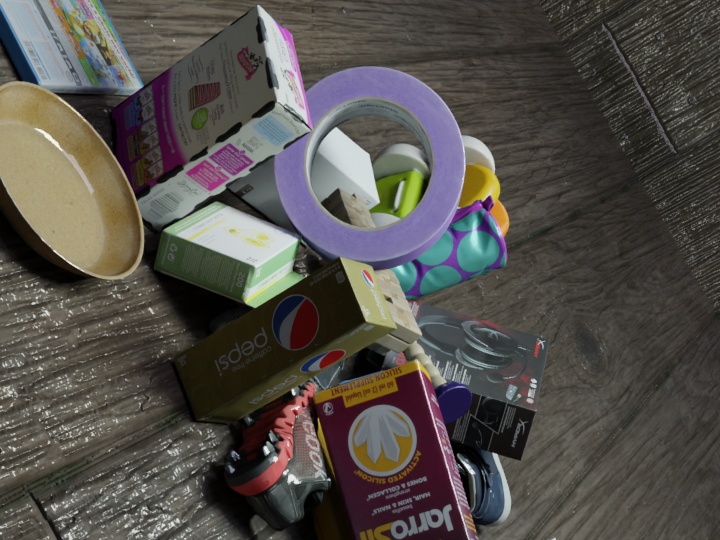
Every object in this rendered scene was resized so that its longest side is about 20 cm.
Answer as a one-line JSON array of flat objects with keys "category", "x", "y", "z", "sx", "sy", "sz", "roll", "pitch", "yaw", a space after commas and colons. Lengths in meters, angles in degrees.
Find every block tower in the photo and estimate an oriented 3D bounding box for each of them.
[{"category": "block tower", "x": 0.000, "y": 0.000, "z": 1.786, "sx": 0.058, "sy": 0.054, "sz": 0.201, "roll": 28, "pitch": 30, "yaw": -45}]

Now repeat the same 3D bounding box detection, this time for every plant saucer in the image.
[{"category": "plant saucer", "x": -0.272, "y": -0.073, "z": 1.467, "sx": 0.200, "sy": 0.035, "sz": 0.201, "roll": 46, "pitch": 26, "yaw": -30}]

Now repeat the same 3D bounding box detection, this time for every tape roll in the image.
[{"category": "tape roll", "x": 0.010, "y": -0.104, "z": 1.709, "sx": 0.202, "sy": 0.198, "sz": 0.085, "roll": 62, "pitch": -2, "yaw": 7}]

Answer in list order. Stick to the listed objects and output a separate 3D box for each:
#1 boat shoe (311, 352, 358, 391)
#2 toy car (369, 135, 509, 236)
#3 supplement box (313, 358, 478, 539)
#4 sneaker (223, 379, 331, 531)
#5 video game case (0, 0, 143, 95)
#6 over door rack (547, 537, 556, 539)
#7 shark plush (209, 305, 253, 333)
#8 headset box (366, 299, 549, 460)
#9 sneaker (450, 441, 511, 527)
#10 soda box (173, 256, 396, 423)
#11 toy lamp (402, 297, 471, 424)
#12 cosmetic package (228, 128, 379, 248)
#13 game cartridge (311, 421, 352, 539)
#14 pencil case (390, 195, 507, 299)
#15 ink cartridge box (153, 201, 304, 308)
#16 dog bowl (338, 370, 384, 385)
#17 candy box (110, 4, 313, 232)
[{"category": "boat shoe", "x": -0.038, "y": 0.069, "z": 1.761, "sx": 0.075, "sy": 0.062, "sz": 0.201, "roll": 52, "pitch": 24, "yaw": -21}, {"category": "toy car", "x": 0.091, "y": -0.062, "z": 2.055, "sx": 0.151, "sy": 0.198, "sz": 0.176, "roll": 61, "pitch": 32, "yaw": -42}, {"category": "supplement box", "x": 0.038, "y": 0.201, "z": 1.569, "sx": 0.086, "sy": 0.109, "sz": 0.202, "roll": 50, "pitch": 23, "yaw": -74}, {"category": "sneaker", "x": -0.069, "y": 0.174, "z": 1.550, "sx": 0.099, "sy": 0.070, "sz": 0.201, "roll": 58, "pitch": 19, "yaw": -16}, {"category": "video game case", "x": -0.302, "y": -0.241, "z": 1.642, "sx": 0.144, "sy": 0.018, "sz": 0.200, "roll": 62, "pitch": 22, "yaw": 7}, {"category": "over door rack", "x": 0.148, "y": 0.379, "z": 1.717, "sx": 0.199, "sy": 0.066, "sz": 0.150, "roll": -9, "pitch": 80, "yaw": -48}, {"category": "shark plush", "x": -0.068, "y": 0.032, "z": 1.675, "sx": 0.083, "sy": 0.091, "sz": 0.200, "roll": 35, "pitch": 49, "yaw": 12}, {"category": "headset box", "x": 0.105, "y": 0.119, "z": 1.865, "sx": 0.198, "sy": 0.078, "sz": 0.149, "roll": 17, "pitch": 32, "yaw": 4}, {"category": "sneaker", "x": 0.102, "y": 0.194, "z": 1.884, "sx": 0.146, "sy": 0.076, "sz": 0.204, "roll": 17, "pitch": 48, "yaw": -63}, {"category": "soda box", "x": -0.071, "y": 0.067, "z": 1.506, "sx": 0.064, "sy": 0.199, "sz": 0.068, "roll": 14, "pitch": 49, "yaw": -61}, {"category": "toy lamp", "x": 0.053, "y": 0.081, "z": 1.782, "sx": 0.058, "sy": 0.058, "sz": 0.200, "roll": 33, "pitch": 14, "yaw": -47}, {"category": "cosmetic package", "x": -0.081, "y": -0.123, "z": 1.847, "sx": 0.199, "sy": 0.112, "sz": 0.082, "roll": 36, "pitch": 31, "yaw": -41}, {"category": "game cartridge", "x": -0.001, "y": 0.241, "z": 1.672, "sx": 0.176, "sy": 0.032, "sz": 0.202, "roll": 24, "pitch": 43, "yaw": -56}, {"category": "pencil case", "x": 0.066, "y": -0.018, "z": 1.897, "sx": 0.085, "sy": 0.198, "sz": 0.093, "roll": -115, "pitch": -170, "yaw": -58}, {"category": "ink cartridge box", "x": -0.086, "y": 0.000, "z": 1.622, "sx": 0.198, "sy": 0.048, "sz": 0.145, "roll": 21, "pitch": 18, "yaw": 12}, {"category": "dog bowl", "x": 0.030, "y": 0.189, "z": 1.694, "sx": 0.111, "sy": 0.049, "sz": 0.201, "roll": 41, "pitch": 28, "yaw": -39}, {"category": "candy box", "x": -0.149, "y": -0.148, "z": 1.610, "sx": 0.061, "sy": 0.199, "sz": 0.138, "roll": 35, "pitch": 32, "yaw": -44}]
